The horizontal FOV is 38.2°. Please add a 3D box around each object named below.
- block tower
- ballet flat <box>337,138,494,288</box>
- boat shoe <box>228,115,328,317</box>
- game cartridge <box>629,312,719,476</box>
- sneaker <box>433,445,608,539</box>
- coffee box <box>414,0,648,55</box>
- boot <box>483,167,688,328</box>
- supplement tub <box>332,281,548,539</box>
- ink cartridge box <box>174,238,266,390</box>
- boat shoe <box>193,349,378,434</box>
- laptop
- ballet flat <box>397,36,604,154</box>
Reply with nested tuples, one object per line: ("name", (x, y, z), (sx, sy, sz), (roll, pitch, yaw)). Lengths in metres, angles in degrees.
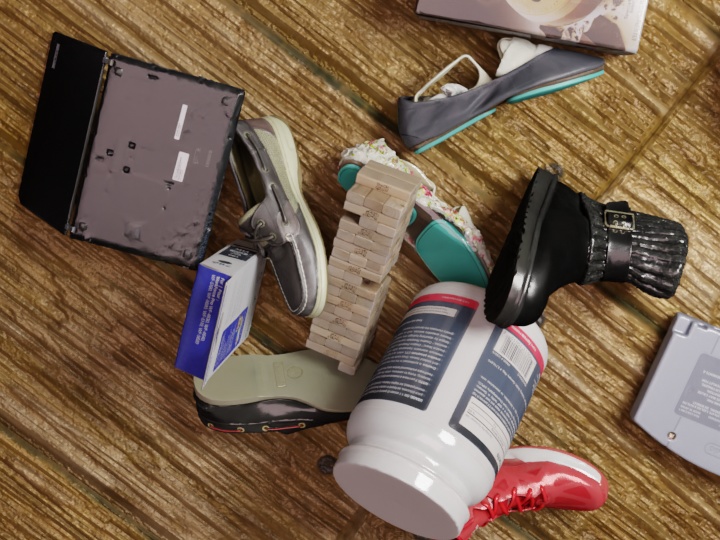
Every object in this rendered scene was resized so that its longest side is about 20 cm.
("block tower", (0.000, 0.000, 0.975), (0.058, 0.054, 0.200), (22, 123, 11))
("ballet flat", (0.065, -0.054, 0.990), (0.200, 0.064, 0.076), (44, 140, -5))
("boat shoe", (-0.084, -0.049, 0.973), (0.066, 0.072, 0.201), (-7, 76, -32))
("game cartridge", (0.373, 0.137, 1.012), (0.200, 0.040, 0.134), (23, 98, 1))
("sneaker", (0.134, 0.228, 0.999), (0.199, 0.116, 0.078), (8, 132, 12))
("coffee box", (0.156, -0.267, 0.936), (0.199, 0.080, 0.113), (10, 101, 3))
("boot", (0.206, -0.003, 0.924), (0.158, 0.211, 0.080), (25, 135, 3))
("supplement tub", (0.074, 0.124, 0.941), (0.140, 0.140, 0.200), (31, 62, -1))
("ink cartridge box", (-0.128, 0.034, 0.952), (0.039, 0.200, 0.100), (15, 99, 1))
("boat shoe", (-0.065, 0.124, 1.036), (0.201, 0.074, 0.063), (-1, 136, -5))
("laptop", (-0.226, -0.117, 0.999), (0.199, 0.103, 0.178), (14, 101, -7))
("ballet flat", (0.123, -0.175, 0.963), (0.200, 0.073, 0.073), (-22, 97, 11))
